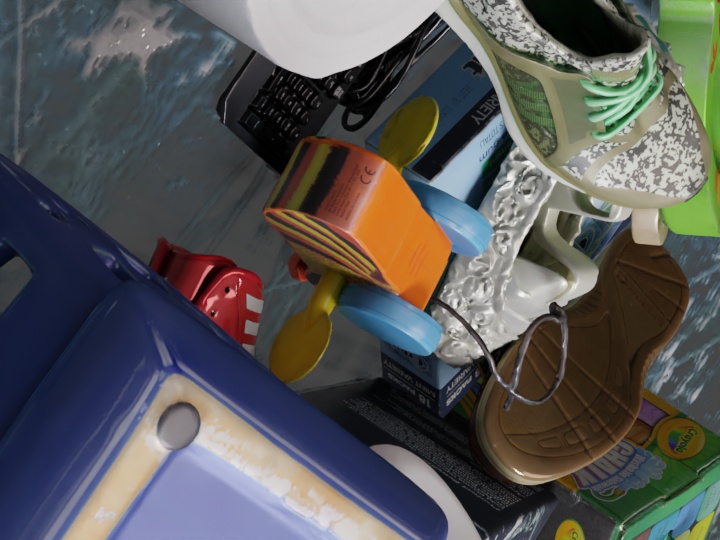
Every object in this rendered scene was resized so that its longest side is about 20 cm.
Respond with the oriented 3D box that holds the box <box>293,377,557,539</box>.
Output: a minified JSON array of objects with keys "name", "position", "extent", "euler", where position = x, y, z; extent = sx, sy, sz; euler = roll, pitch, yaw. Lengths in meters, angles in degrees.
[{"name":"box","position":[-0.019,0.166,1.307],"extent":[0.201,0.124,0.197],"euler":[-59,167,7]}]

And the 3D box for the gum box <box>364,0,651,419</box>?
[{"name":"gum box","position":[0.075,-0.045,1.362],"extent":[0.170,0.044,0.201],"euler":[-45,153,-25]}]

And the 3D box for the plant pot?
[{"name":"plant pot","position":[-0.101,0.097,0.955],"extent":[0.200,0.179,0.201],"euler":[39,83,-38]}]

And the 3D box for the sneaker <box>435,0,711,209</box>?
[{"name":"sneaker","position":[0.095,-0.086,1.162],"extent":[0.077,0.089,0.200],"euler":[-49,125,-5]}]

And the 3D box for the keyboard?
[{"name":"keyboard","position":[0.022,-0.124,1.169],"extent":[0.201,0.040,0.104],"euler":[-55,156,-2]}]

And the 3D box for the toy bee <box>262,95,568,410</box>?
[{"name":"toy bee","position":[0.000,0.000,1.205],"extent":[0.131,0.108,0.201],"euler":[-50,141,-28]}]

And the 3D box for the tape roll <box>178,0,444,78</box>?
[{"name":"tape roll","position":[-0.001,-0.176,1.022],"extent":[0.202,0.071,0.203],"euler":[-42,152,-29]}]

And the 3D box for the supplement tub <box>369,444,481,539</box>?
[{"name":"supplement tub","position":[-0.043,0.173,1.136],"extent":[0.199,0.145,0.145],"euler":[-25,161,15]}]

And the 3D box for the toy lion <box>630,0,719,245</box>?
[{"name":"toy lion","position":[0.168,-0.135,1.336],"extent":[0.192,0.068,0.201],"euler":[67,31,-59]}]

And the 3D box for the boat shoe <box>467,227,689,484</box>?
[{"name":"boat shoe","position":[0.097,0.051,1.378],"extent":[0.072,0.072,0.200],"euler":[-35,-169,40]}]

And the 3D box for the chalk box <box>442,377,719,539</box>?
[{"name":"chalk box","position":[0.110,0.133,1.459],"extent":[0.124,0.200,0.125],"euler":[-26,142,-49]}]

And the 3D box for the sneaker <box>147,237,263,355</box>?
[{"name":"sneaker","position":[-0.104,0.049,1.125],"extent":[0.200,0.078,0.116],"euler":[-40,145,-59]}]

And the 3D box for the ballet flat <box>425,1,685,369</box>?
[{"name":"ballet flat","position":[0.090,-0.028,1.279],"extent":[0.072,0.072,0.201],"euler":[-15,133,-57]}]
